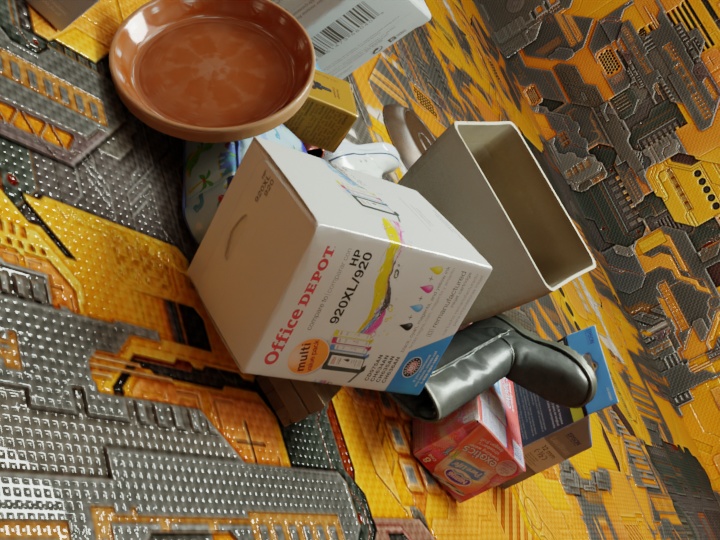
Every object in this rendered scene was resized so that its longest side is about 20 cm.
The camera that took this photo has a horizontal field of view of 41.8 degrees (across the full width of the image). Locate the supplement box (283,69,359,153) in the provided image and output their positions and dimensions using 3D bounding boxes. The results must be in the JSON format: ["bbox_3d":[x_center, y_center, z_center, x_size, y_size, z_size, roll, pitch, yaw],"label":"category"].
[{"bbox_3d":[-0.102,-0.197,1.031,0.198,0.069,0.067,15,42,-25],"label":"supplement box"}]

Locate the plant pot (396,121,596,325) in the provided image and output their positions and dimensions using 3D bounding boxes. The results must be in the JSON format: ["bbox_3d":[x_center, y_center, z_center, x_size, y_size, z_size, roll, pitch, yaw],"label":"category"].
[{"bbox_3d":[0.123,-0.035,1.075,0.201,0.176,0.199,60,27,7],"label":"plant pot"}]

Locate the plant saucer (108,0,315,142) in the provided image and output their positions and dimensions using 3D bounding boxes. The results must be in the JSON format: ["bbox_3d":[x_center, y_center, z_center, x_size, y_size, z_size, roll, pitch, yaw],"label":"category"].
[{"bbox_3d":[-0.143,-0.200,0.920,0.033,0.197,0.202,101,-23,-54],"label":"plant saucer"}]

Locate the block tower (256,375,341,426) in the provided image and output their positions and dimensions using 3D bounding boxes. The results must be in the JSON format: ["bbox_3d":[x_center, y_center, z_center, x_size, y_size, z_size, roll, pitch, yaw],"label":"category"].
[{"bbox_3d":[-0.036,0.087,0.925,0.058,0.054,0.200,59,20,-1],"label":"block tower"}]

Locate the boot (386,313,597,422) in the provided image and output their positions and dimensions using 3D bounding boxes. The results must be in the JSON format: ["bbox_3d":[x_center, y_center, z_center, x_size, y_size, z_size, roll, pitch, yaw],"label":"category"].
[{"bbox_3d":[0.138,0.117,1.023,0.181,0.074,0.199,27,24,32],"label":"boot"}]

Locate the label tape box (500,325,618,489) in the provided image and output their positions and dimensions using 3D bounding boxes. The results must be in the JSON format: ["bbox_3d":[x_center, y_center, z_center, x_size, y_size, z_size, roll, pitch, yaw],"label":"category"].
[{"bbox_3d":[0.248,0.179,1.244,0.066,0.199,0.144,46,25,-33],"label":"label tape box"}]

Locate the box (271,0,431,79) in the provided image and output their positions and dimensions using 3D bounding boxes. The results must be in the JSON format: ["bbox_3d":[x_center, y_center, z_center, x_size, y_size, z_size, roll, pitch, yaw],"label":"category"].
[{"bbox_3d":[-0.042,-0.401,1.346,0.173,0.198,0.199,64,20,13],"label":"box"}]

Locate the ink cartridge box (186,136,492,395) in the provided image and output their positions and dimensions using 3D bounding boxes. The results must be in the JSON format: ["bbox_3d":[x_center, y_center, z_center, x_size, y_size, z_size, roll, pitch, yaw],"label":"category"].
[{"bbox_3d":[-0.021,0.002,0.827,0.198,0.148,0.145,13,26,-38],"label":"ink cartridge box"}]

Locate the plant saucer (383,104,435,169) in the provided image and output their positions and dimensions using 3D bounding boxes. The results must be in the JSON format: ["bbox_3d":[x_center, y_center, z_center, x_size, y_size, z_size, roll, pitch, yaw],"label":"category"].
[{"bbox_3d":[0.109,-0.217,1.685,0.200,0.032,0.201,48,23,-28],"label":"plant saucer"}]

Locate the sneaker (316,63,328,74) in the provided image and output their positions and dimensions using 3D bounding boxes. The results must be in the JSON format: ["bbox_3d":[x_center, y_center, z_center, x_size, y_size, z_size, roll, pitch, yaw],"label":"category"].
[{"bbox_3d":[-0.072,-0.231,1.240,0.199,0.074,0.088,28,43,-54],"label":"sneaker"}]

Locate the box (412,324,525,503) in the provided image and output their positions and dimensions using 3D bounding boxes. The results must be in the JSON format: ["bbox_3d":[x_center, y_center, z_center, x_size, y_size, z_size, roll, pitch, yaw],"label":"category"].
[{"bbox_3d":[0.125,0.161,1.137,0.103,0.094,0.201,48,24,-26],"label":"box"}]

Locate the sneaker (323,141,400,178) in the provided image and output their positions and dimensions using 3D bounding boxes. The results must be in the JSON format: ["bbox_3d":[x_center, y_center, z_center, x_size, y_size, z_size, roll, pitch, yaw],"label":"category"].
[{"bbox_3d":[-0.001,-0.131,1.285,0.199,0.072,0.072,-12,81,-59],"label":"sneaker"}]

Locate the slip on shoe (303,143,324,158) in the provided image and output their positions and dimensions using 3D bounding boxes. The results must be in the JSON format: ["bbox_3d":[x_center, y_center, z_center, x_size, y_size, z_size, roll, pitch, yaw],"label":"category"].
[{"bbox_3d":[-0.069,-0.155,1.144,0.062,0.074,0.200,58,27,-4],"label":"slip on shoe"}]

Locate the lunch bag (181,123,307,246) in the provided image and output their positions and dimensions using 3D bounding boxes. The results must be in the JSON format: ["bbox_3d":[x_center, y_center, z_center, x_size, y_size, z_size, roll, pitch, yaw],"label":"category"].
[{"bbox_3d":[-0.104,-0.080,0.957,0.161,0.082,0.202,44,27,-42],"label":"lunch bag"}]

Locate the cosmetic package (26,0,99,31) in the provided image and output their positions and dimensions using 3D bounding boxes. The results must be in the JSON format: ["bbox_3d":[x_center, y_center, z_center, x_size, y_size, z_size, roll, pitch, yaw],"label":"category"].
[{"bbox_3d":[-0.278,-0.330,0.882,0.107,0.090,0.202,44,29,-35],"label":"cosmetic package"}]
